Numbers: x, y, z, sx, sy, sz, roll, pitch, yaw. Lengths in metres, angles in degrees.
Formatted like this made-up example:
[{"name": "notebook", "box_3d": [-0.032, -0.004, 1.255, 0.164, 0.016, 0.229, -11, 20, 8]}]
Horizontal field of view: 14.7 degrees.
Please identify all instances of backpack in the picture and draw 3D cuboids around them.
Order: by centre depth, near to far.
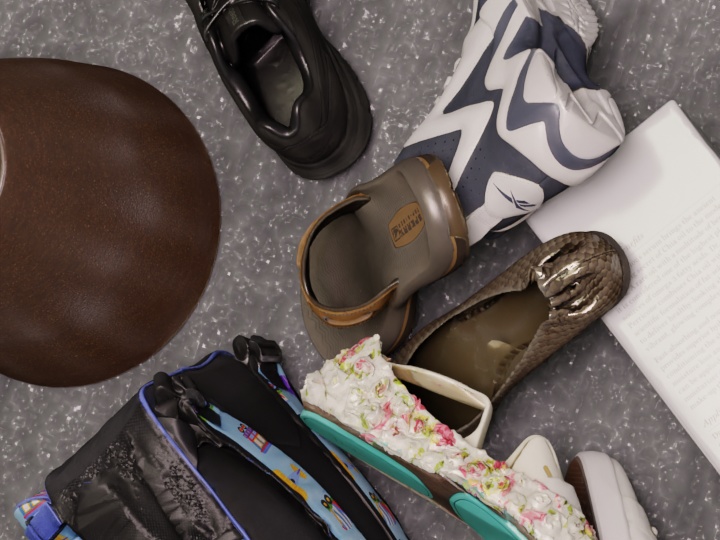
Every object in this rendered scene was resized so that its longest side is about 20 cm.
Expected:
[{"name": "backpack", "box_3d": [-0.057, 0.151, 1.463, 0.135, 0.183, 0.200, -43, 85, 15]}]

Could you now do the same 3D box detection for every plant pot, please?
[{"name": "plant pot", "box_3d": [-0.195, -0.038, 1.509, 0.187, 0.200, 0.187, -2, 83, 16]}]

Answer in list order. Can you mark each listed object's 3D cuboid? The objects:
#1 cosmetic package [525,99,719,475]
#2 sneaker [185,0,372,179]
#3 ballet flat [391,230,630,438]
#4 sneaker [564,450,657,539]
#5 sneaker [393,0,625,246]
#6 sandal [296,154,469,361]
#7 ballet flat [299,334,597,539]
[{"name": "cosmetic package", "box_3d": [0.188, 0.022, 1.456, 0.101, 0.071, 0.200, -38, 75, 10]}, {"name": "sneaker", "box_3d": [-0.060, -0.147, 1.542, 0.076, 0.091, 0.200, -34, 74, 11]}, {"name": "ballet flat", "box_3d": [0.063, 0.044, 1.464, 0.200, 0.046, 0.067, -40, 76, 38]}, {"name": "sneaker", "box_3d": [0.160, 0.188, 1.457, 0.085, 0.073, 0.200, -8, 71, -17]}, {"name": "sneaker", "box_3d": [0.064, -0.087, 1.477, 0.130, 0.079, 0.199, -43, 36, 22]}, {"name": "sandal", "box_3d": [0.000, 0.000, 1.459, 0.055, 0.200, 0.082, -20, 81, -24]}, {"name": "ballet flat", "box_3d": [0.059, 0.098, 1.429, 0.200, 0.076, 0.064, 34, 77, 14]}]
